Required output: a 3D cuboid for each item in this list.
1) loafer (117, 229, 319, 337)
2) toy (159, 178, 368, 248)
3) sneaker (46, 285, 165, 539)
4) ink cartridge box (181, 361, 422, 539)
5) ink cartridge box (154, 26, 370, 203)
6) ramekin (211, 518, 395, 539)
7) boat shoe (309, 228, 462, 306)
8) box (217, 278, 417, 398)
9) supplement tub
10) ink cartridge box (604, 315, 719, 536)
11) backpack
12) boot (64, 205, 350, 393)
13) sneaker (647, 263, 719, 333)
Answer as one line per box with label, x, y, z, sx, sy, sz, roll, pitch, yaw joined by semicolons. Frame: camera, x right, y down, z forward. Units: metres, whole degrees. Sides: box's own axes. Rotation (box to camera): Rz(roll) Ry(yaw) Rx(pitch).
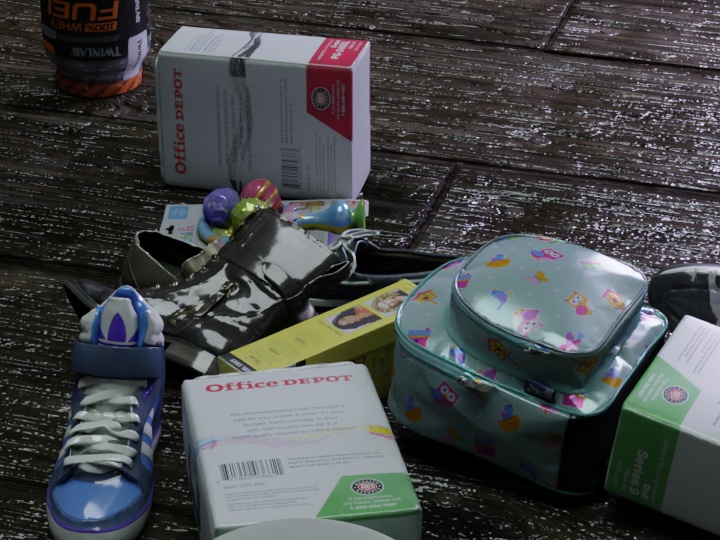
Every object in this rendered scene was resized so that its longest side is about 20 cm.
loafer;-0.127;0.013;1.655;0.198;0.070;0.075;14;30;24
toy;-0.091;-0.056;1.811;0.197;0.048;0.115;1;26;1
sneaker;-0.188;0.097;1.413;0.080;0.148;0.201;2;27;4
ink cartridge box;-0.047;0.154;1.372;0.144;0.088;0.200;-4;29;-10
ink cartridge box;-0.094;-0.155;1.894;0.198;0.147;0.084;7;29;12
ramekin;-0.037;0.241;1.191;0.197;0.099;0.201;0;27;0
boat shoe;0.000;0.000;1.691;0.198;0.062;0.075;13;32;24
box;-0.023;0.076;1.536;0.199;0.076;0.050;-21;36;-37
supplement tub;-0.293;-0.302;2.113;0.121;0.202;0.123;-1;28;0
ink cartridge box;0.298;0.130;1.398;0.198;0.085;0.146;21;34;20
backpack;0.122;0.063;1.479;0.198;0.155;0.176;12;34;25
boot;-0.128;0.012;1.598;0.199;0.070;0.174;27;62;24
sneaker;0.342;0.031;1.640;0.198;0.075;0.085;12;22;2
